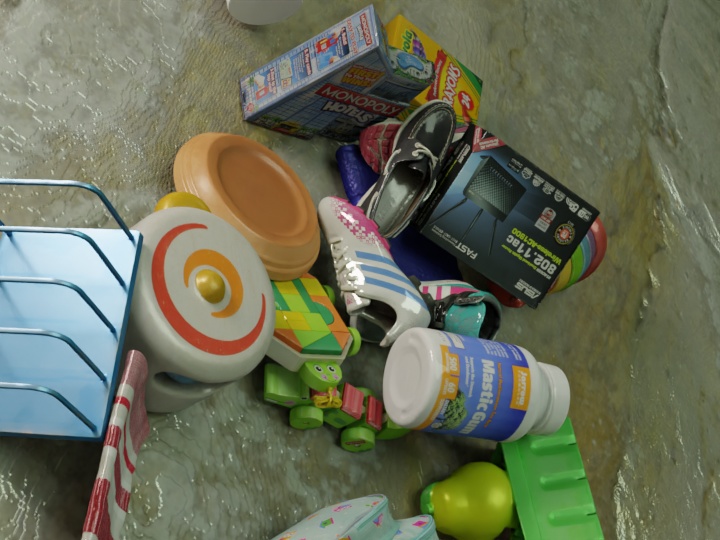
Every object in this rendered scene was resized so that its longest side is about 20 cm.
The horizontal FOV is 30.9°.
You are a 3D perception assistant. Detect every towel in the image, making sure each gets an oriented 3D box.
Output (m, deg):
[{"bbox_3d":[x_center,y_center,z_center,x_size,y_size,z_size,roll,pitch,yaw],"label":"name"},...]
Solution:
[{"bbox_3d":[0.046,-0.063,1.652,0.147,0.049,0.202,-4,70,-40],"label":"towel"},{"bbox_3d":[-0.221,0.193,1.179,0.022,0.145,0.202,9,55,-1],"label":"towel"}]

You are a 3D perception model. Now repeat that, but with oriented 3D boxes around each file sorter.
[{"bbox_3d":[-0.289,0.032,1.141,0.123,0.137,0.202,71,24,-64],"label":"file sorter"}]

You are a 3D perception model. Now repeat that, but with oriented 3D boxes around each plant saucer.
[{"bbox_3d":[-0.119,-0.080,1.468,0.199,0.037,0.201,31,36,-26],"label":"plant saucer"}]

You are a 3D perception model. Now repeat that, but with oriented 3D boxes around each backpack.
[{"bbox_3d":[-0.008,0.310,1.292,0.199,0.175,0.155,-11,80,-51],"label":"backpack"}]

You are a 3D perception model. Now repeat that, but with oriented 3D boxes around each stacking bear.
[{"bbox_3d":[0.242,-0.012,1.775,0.199,0.113,0.122,-31,90,-44],"label":"stacking bear"}]

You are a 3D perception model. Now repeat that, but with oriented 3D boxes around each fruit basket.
[{"bbox_3d":[0.173,0.279,1.537,0.156,0.213,0.218,71,17,-59],"label":"fruit basket"}]

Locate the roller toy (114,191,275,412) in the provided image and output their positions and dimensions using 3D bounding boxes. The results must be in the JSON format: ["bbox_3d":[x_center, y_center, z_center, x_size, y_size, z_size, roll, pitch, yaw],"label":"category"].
[{"bbox_3d":[-0.181,0.036,1.298,0.183,0.139,0.200,50,42,-11],"label":"roller toy"}]

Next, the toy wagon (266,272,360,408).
[{"bbox_3d":[-0.068,0.065,1.423,0.154,0.040,0.201,6,39,-42],"label":"toy wagon"}]

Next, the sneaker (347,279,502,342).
[{"bbox_3d":[0.093,0.062,1.548,0.198,0.120,0.085,-8,109,-34],"label":"sneaker"}]

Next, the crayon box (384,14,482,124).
[{"bbox_3d":[0.079,-0.261,1.789,0.199,0.051,0.128,33,49,-27],"label":"crayon box"}]

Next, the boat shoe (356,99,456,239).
[{"bbox_3d":[0.060,-0.119,1.564,0.074,0.060,0.201,39,81,-18],"label":"boat shoe"}]

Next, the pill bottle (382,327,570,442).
[{"bbox_3d":[0.134,0.133,1.462,0.198,0.112,0.113,11,60,-27],"label":"pill bottle"}]

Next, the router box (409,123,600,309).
[{"bbox_3d":[0.179,-0.067,1.627,0.199,0.151,0.062,32,5,-21],"label":"router box"}]

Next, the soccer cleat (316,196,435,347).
[{"bbox_3d":[0.000,0.000,1.493,0.086,0.070,0.200,-31,71,-28],"label":"soccer cleat"}]

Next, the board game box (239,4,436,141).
[{"bbox_3d":[-0.008,-0.230,1.573,0.199,0.199,0.062,12,58,-39],"label":"board game box"}]

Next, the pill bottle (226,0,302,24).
[{"bbox_3d":[-0.132,-0.417,1.619,0.115,0.115,0.202,9,62,-41],"label":"pill bottle"}]

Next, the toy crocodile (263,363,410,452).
[{"bbox_3d":[-0.025,0.148,1.448,0.199,0.062,0.068,27,51,-32],"label":"toy crocodile"}]

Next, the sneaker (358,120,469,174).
[{"bbox_3d":[0.087,-0.153,1.657,0.198,0.081,0.075,6,26,-26],"label":"sneaker"}]
